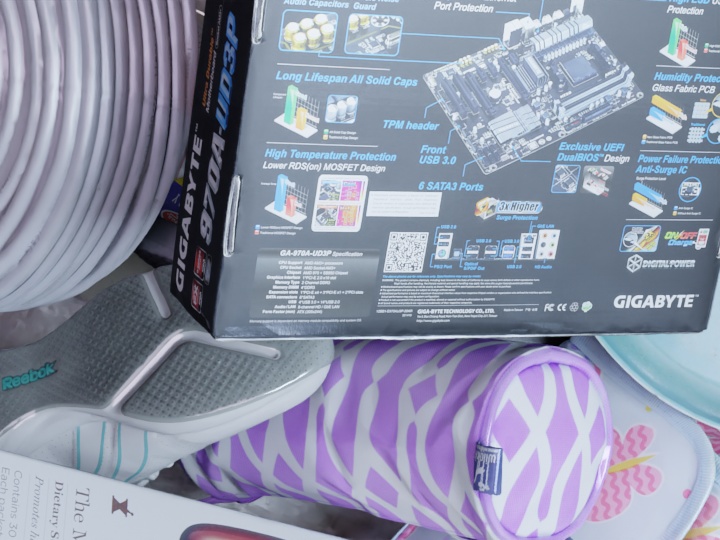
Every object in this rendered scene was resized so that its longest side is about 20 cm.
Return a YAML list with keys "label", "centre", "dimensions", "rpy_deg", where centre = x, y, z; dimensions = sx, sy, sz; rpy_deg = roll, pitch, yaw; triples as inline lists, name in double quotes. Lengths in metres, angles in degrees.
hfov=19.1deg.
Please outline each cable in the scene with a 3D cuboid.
- label: "cable"
  centre: [-0.153, -0.083, 0.838]
  dimensions: [0.200, 0.069, 0.201]
  rpy_deg: [28, 111, 35]

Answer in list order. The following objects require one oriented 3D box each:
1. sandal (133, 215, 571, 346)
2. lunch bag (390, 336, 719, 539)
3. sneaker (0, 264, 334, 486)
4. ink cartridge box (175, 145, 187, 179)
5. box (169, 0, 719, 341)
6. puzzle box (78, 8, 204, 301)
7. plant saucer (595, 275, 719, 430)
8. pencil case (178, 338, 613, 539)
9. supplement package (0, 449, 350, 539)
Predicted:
- label: "sandal"
  centre: [0.000, 0.000, 0.891]
  dimensions: [0.199, 0.076, 0.043]
  rpy_deg: [12, 85, -19]
- label: "lunch bag"
  centre: [0.109, 0.146, 0.858]
  dimensions: [0.200, 0.127, 0.170]
  rpy_deg: [43, 96, 9]
- label: "sneaker"
  centre: [-0.098, 0.054, 0.848]
  dimensions: [0.200, 0.080, 0.071]
  rpy_deg: [-16, 56, 17]
- label: "ink cartridge box"
  centre: [0.003, -0.112, 0.829]
  dimensions: [0.176, 0.200, 0.045]
  rpy_deg: [-27, 86, -13]
- label: "box"
  centre: [0.042, -0.057, 0.733]
  dimensions: [0.199, 0.046, 0.160]
  rpy_deg: [-1, 111, -25]
- label: "puzzle box"
  centre: [-0.108, -0.059, 0.939]
  dimensions: [0.200, 0.025, 0.133]
  rpy_deg: [37, 89, 5]
- label: "plant saucer"
  centre: [0.170, -0.031, 0.832]
  dimensions: [0.199, 0.027, 0.201]
  rpy_deg: [0, 82, 2]
- label: "pencil case"
  centre: [0.009, 0.064, 0.848]
  dimensions: [0.200, 0.084, 0.086]
  rpy_deg: [7, 103, 47]
- label: "supplement package"
  centre: [-0.091, 0.150, 0.811]
  dimensions: [0.199, 0.109, 0.114]
  rpy_deg: [18, 63, -35]
